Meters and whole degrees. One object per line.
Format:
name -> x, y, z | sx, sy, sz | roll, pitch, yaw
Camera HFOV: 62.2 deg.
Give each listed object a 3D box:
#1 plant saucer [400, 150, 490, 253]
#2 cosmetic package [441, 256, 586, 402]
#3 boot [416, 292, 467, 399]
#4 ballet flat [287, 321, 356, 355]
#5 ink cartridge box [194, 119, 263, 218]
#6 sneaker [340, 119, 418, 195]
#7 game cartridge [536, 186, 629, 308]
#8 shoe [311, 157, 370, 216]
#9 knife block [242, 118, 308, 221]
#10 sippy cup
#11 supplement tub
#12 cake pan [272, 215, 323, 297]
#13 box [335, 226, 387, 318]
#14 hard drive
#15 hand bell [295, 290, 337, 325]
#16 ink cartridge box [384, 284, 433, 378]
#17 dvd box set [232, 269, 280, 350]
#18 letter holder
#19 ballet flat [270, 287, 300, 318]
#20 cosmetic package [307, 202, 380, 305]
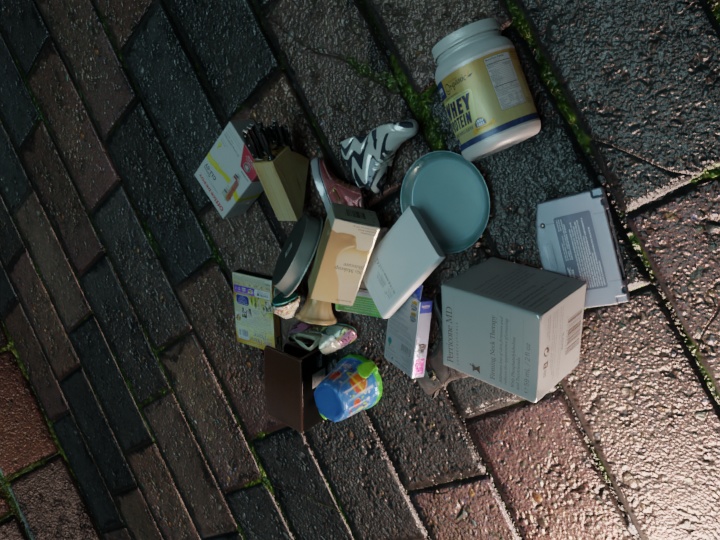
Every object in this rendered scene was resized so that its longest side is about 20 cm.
plant saucer -> 0.169, -0.136, 1.185 | 0.197, 0.027, 0.204 | 12, 112, 33
cosmetic package -> 0.271, 0.097, 1.069 | 0.198, 0.165, 0.170 | 17, 121, 42
boot -> 0.157, 0.165, 1.269 | 0.173, 0.069, 0.203 | -31, 78, 47
ballet flat -> -0.098, 0.166, 1.447 | 0.197, 0.072, 0.070 | 2, 135, 36
ink cartridge box -> -0.302, -0.246, 1.462 | 0.200, 0.083, 0.146 | -42, 79, 37
sneaker -> 0.049, -0.223, 1.214 | 0.197, 0.079, 0.132 | -10, 100, 38
game cartridge -> 0.384, -0.034, 1.053 | 0.131, 0.041, 0.204 | -12, 97, 35
shoe -> -0.038, -0.170, 1.306 | 0.090, 0.071, 0.203 | -23, 73, 13
knife block -> -0.195, -0.223, 1.320 | 0.063, 0.174, 0.204 | 5, 86, 35
sippy cup -> -0.037, 0.285, 1.406 | 0.138, 0.130, 0.181 | 16, 114, 32
supplement tub -> 0.212, -0.307, 1.024 | 0.143, 0.144, 0.203 | -19, 93, 38
cake pan -> -0.147, -0.039, 1.355 | 0.036, 0.202, 0.201 | 25, 128, -18
box -> 0.000, 0.000, 1.350 | 0.142, 0.036, 0.204 | 7, 107, 35
hard drive -> 0.079, -0.015, 1.226 | 0.201, 0.026, 0.133 | -51, 54, 36
hand bell -> -0.090, 0.017, 1.406 | 0.103, 0.103, 0.204 | 14, 100, 32
ink cartridge box -> 0.102, 0.112, 1.270 | 0.119, 0.041, 0.204 | 29, 120, 58
dvd box set -> -0.276, 0.107, 1.589 | 0.144, 0.029, 0.204 | 10, 109, 33
letter holder -> -0.167, 0.283, 1.523 | 0.140, 0.100, 0.204 | 14, 112, 35
ballet flat -> -0.174, 0.077, 1.421 | 0.074, 0.200, 0.065 | -10, 105, 0
cosmetic package -> -0.038, -0.031, 1.255 | 0.072, 0.103, 0.202 | -104, 27, -55
